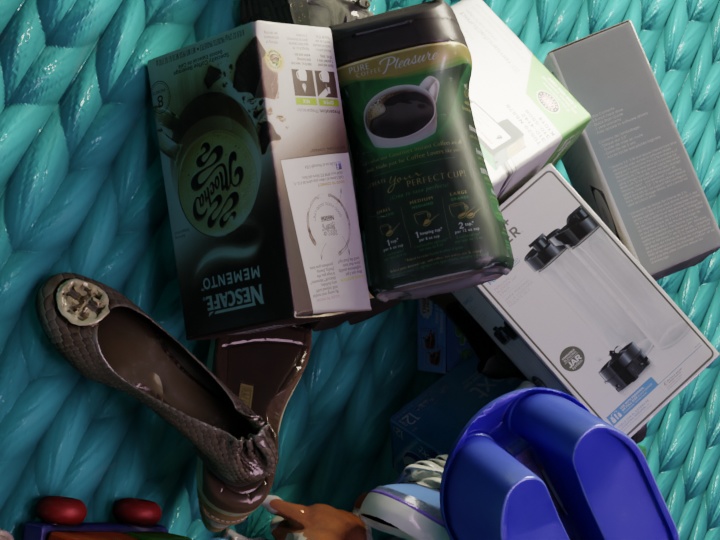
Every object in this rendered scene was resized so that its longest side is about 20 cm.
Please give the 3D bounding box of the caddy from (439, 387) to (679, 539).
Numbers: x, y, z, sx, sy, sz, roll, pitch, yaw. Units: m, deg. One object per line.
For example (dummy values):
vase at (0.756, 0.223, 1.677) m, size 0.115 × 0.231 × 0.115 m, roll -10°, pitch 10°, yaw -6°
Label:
caddy at (0.141, 0.182, 1.339) m, size 0.141 × 0.105 × 0.200 m, roll -33°, pitch 114°, yaw -16°

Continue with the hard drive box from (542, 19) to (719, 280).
hard drive box at (0.222, -0.090, 1.549) m, size 0.156 × 0.077 × 0.201 m, roll 83°, pitch -14°, yaw -83°

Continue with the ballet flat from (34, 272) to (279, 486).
ballet flat at (-0.131, 0.070, 1.231) m, size 0.200 × 0.046 × 0.067 m, roll 43°, pitch 53°, yaw -9°

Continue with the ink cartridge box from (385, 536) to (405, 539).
ink cartridge box at (0.088, 0.287, 1.542) m, size 0.200 × 0.084 × 0.146 m, roll -12°, pitch 102°, yaw -49°

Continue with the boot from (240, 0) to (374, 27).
boot at (-0.038, -0.245, 1.377) m, size 0.131 × 0.068 × 0.201 m, roll -25°, pitch 118°, yaw -54°

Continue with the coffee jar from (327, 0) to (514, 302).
coffee jar at (0.039, -0.085, 1.291) m, size 0.085 × 0.104 × 0.201 m, roll 26°, pitch 52°, yaw -77°

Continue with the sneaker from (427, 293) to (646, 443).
sneaker at (0.138, 0.069, 1.480) m, size 0.104 × 0.060 × 0.200 m, roll -23°, pitch 74°, yaw -20°

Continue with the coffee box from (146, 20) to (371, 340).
coffee box at (-0.071, -0.059, 1.271) m, size 0.080 × 0.113 × 0.201 m, roll -3°, pitch 83°, yaw -48°

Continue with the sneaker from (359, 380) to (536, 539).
sneaker at (0.084, 0.145, 1.405) m, size 0.200 × 0.080 × 0.147 m, roll 28°, pitch 79°, yaw -51°

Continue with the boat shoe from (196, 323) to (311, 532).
boat shoe at (-0.088, 0.095, 1.336) m, size 0.071 × 0.076 × 0.200 m, roll 22°, pitch 53°, yaw -8°

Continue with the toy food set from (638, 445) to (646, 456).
toy food set at (0.178, 0.237, 1.498) m, size 0.200 × 0.049 × 0.198 m, roll -57°, pitch 154°, yaw -33°

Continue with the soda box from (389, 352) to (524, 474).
soda box at (0.116, 0.107, 1.535) m, size 0.200 × 0.068 × 0.064 m, roll -36°, pitch 140°, yaw -29°

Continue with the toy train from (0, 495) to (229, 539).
toy train at (-0.173, 0.194, 1.195) m, size 0.200 × 0.115 × 0.085 m, roll 11°, pitch 84°, yaw -50°

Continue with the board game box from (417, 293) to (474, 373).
board game box at (0.106, -0.021, 1.577) m, size 0.151 × 0.037 × 0.201 m, roll -7°, pitch 98°, yaw -50°

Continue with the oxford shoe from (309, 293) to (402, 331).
oxford shoe at (0.000, 0.000, 1.410) m, size 0.071 × 0.071 × 0.200 m, roll 61°, pitch 14°, yaw 10°

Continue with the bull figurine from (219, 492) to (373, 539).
bull figurine at (-0.040, 0.214, 1.351) m, size 0.121 × 0.200 × 0.065 m, roll 19°, pitch 112°, yaw -14°

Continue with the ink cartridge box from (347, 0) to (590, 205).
ink cartridge box at (0.062, -0.110, 1.430) m, size 0.146 × 0.084 × 0.200 m, roll 47°, pitch 45°, yaw 8°

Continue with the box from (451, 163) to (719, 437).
box at (0.165, 0.032, 1.429) m, size 0.117 × 0.060 × 0.200 m, roll -39°, pitch 84°, yaw -14°
